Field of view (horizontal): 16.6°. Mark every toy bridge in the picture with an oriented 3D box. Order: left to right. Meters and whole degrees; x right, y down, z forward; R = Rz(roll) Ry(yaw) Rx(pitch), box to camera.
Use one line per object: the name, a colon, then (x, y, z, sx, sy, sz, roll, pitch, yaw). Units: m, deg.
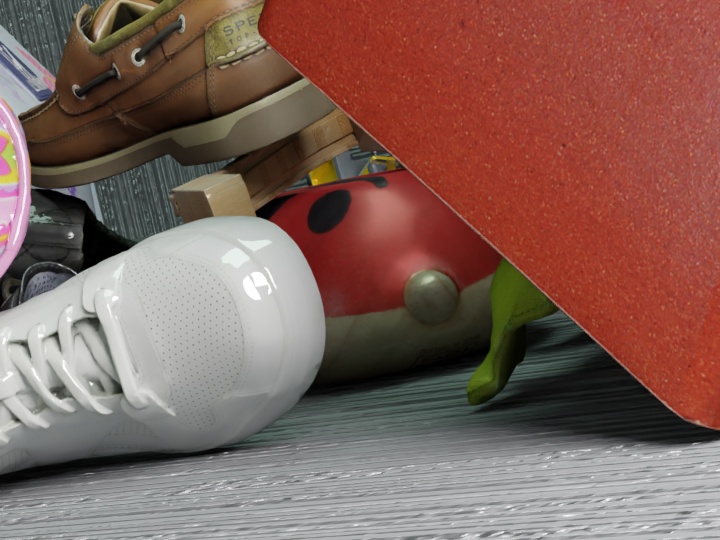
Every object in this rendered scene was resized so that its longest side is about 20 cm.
toy bridge: (0.015, -0.060, 0.929, 0.199, 0.027, 0.067, -29, 14, -24)

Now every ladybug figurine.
ladybug figurine: (0.000, 0.000, 0.967, 0.135, 0.072, 0.200, -14, 4, -18)

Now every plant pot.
plant pot: (0.119, -0.106, 0.656, 0.199, 0.177, 0.200, -15, 44, -36)

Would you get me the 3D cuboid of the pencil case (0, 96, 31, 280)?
pencil case: (-0.163, -0.020, 0.887, 0.087, 0.088, 0.200, -13, -3, -11)

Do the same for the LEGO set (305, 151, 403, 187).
LEGO set: (0.064, -0.064, 1.092, 0.199, 0.116, 0.154, 8, -39, -35)

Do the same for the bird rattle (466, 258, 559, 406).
bird rattle: (0.107, -0.007, 0.815, 0.162, 0.113, 0.200, 1, -4, 23)

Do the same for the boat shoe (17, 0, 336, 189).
boat shoe: (-0.080, -0.078, 0.959, 0.072, 0.068, 0.200, -31, 14, -35)

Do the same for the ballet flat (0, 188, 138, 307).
ballet flat: (-0.111, 0.012, 1.078, 0.057, 0.067, 0.200, 7, -9, 20)

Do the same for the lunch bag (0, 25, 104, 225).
lunch bag: (-0.190, -0.036, 1.193, 0.126, 0.201, 0.170, -13, 3, 6)

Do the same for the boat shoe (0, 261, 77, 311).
boat shoe: (-0.116, 0.029, 0.970, 0.070, 0.067, 0.200, -14, 2, -30)

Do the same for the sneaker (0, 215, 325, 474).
sneaker: (-0.106, 0.041, 0.789, 0.115, 0.074, 0.200, -20, -1, -41)
